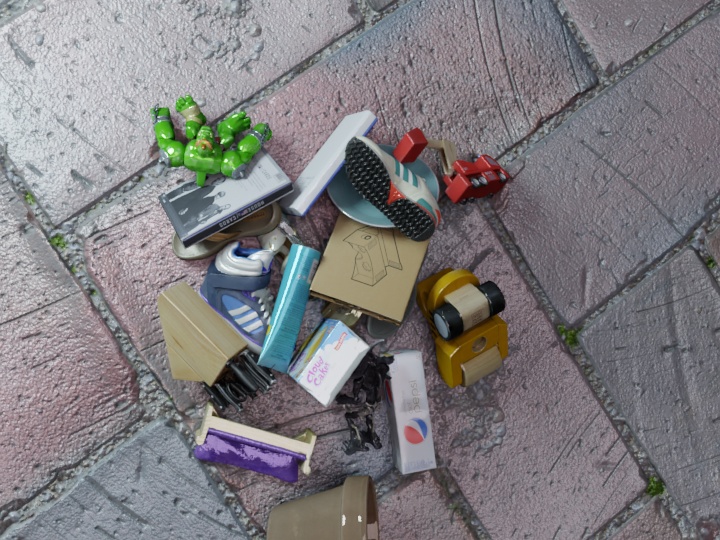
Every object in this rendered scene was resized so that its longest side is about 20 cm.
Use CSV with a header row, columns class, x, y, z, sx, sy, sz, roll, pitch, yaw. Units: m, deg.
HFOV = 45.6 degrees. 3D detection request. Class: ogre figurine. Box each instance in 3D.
class,x,y,z,sx,sy,sz,roll,pitch,yaw
ogre figurine,-0.250,-0.210,1.407,0.197,0.098,0.122,21,51,-23

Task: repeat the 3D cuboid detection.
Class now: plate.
class,x,y,z,sx,sy,sz,roll,pitch,yaw
plate,0.037,-0.140,1.461,0.195,0.026,0.203,4,50,-5

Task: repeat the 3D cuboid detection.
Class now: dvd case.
class,x,y,z,sx,sy,sz,roll,pitch,yaw
dvd case,-0.222,-0.126,1.398,0.197,0.151,0.025,-28,131,-11

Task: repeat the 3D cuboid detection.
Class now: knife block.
class,x,y,z,sx,sy,sz,roll,pitch,yaw
knife block,-0.225,0.123,1.370,0.172,0.064,0.205,-1,107,26

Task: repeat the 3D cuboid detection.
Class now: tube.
class,x,y,z,sx,sy,sz,roll,pitch,yaw
tube,-0.114,0.061,1.387,0.077,0.050,0.205,23,79,-48

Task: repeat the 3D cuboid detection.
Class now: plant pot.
class,x,y,z,sx,sy,sz,roll,pitch,yaw
plant pot,-0.060,0.444,1.407,0.170,0.200,0.206,-5,90,7

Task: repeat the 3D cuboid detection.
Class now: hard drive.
class,x,y,z,sx,sy,sz,roll,pitch,yaw
hard drive,-0.058,-0.177,1.432,0.025,0.132,0.201,39,82,-18

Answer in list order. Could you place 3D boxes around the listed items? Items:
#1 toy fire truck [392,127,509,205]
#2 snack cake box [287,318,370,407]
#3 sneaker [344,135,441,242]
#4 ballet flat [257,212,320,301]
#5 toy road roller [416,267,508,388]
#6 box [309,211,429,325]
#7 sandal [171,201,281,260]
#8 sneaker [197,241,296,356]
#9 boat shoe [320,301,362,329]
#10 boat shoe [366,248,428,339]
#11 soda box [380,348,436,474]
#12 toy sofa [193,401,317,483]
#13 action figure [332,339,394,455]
class,x,y,z,sx,sy,sz,roll,pitch,yaw
toy fire truck,0.160,-0.184,1.484,0.198,0.049,0.142,-16,64,-48
snack cake box,-0.058,0.145,1.390,0.067,0.200,0.116,39,81,-7
sneaker,0.056,-0.139,1.383,0.200,0.093,0.070,46,122,0
ballet flat,-0.125,-0.029,1.441,0.072,0.072,0.201,-40,98,-10
toy road roller,0.170,0.087,1.494,0.121,0.146,0.203,-26,130,-17
box,0.021,-0.022,1.415,0.160,0.021,0.203,18,62,7
sandal,-0.227,-0.077,1.412,0.196,0.054,0.082,-16,78,11
sneaker,-0.163,0.042,1.405,0.198,0.081,0.147,35,115,-3
boat shoe,0.000,0.000,1.471,0.062,0.073,0.203,26,84,-12
boat shoe,0.059,0.019,1.494,0.073,0.065,0.206,18,90,-22
soda box,0.081,0.242,1.485,0.062,0.068,0.205,-7,91,-11
toy sofa,-0.177,0.292,1.422,0.196,0.083,0.100,18,84,-11
action figure,-0.004,0.202,1.427,0.118,0.101,0.205,-20,119,-47
